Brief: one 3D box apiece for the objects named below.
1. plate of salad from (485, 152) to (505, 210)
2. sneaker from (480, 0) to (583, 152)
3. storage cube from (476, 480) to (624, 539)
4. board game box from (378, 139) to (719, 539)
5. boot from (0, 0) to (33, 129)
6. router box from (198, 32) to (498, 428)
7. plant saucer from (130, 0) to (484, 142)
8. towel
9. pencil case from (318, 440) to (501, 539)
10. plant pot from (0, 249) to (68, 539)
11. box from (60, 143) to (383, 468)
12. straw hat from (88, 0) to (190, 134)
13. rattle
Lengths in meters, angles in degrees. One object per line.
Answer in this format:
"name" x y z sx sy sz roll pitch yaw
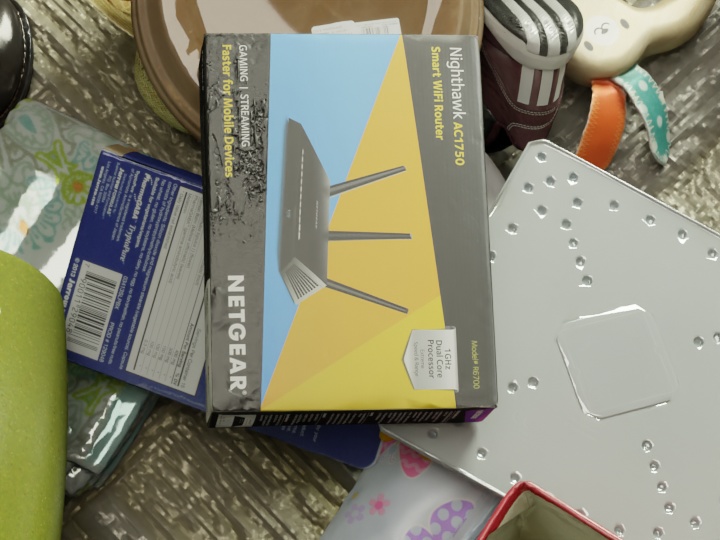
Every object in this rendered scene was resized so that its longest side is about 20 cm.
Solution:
"plate of salad" 0.000 0.000 1.293 0.198 0.048 0.202 0 90 -14
"sneaker" 0.067 -0.135 1.350 0.075 0.116 0.200 -4 32 -16
"storage cube" 0.107 0.244 1.132 0.199 0.180 0.171 32 73 14
"board game box" 0.136 0.054 1.215 0.199 0.026 0.201 29 64 5
"boot" -0.249 -0.137 1.297 0.069 0.175 0.201 13 53 9
"router box" -0.009 -0.022 1.170 0.148 0.051 0.202 -1 76 -8
"plant saucer" -0.027 -0.150 1.239 0.198 0.029 0.202 2 77 -8
"towel" -0.178 0.012 1.313 0.170 0.048 0.201 27 71 12
"pencil case" 0.021 0.162 1.221 0.090 0.083 0.201 23 70 36
"plant pot" -0.227 0.092 1.177 0.185 0.188 0.201 11 61 7
"box" -0.065 0.021 1.236 0.198 0.032 0.122 20 101 10
"straw hat" -0.087 -0.127 1.339 0.199 0.086 0.202 15 31 -9
"rattle" 0.164 -0.174 1.326 0.129 0.143 0.201 21 60 -14
